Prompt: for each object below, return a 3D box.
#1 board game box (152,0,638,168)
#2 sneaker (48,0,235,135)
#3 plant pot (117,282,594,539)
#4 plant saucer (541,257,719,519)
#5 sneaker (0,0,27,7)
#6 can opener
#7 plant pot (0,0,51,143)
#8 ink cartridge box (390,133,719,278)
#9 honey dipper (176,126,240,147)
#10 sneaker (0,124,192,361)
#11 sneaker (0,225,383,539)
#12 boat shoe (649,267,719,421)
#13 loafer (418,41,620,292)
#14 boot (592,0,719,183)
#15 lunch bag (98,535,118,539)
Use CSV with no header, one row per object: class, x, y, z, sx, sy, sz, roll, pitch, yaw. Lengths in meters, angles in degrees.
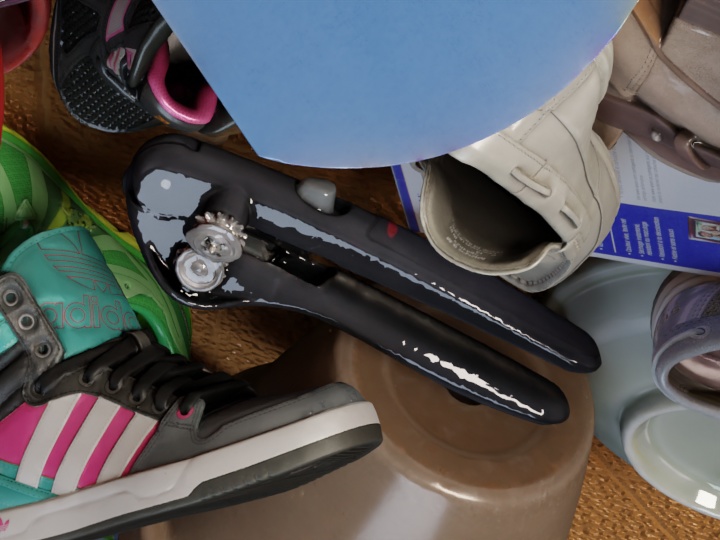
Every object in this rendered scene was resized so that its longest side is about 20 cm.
board game box,-0.002,-0.134,0.862,0.201,0.158,0.039,55,-174,-5
sneaker,-0.065,-0.085,1.047,0.080,0.087,0.200,29,151,-15
plant pot,0.017,0.093,1.225,0.199,0.201,0.175,23,139,-8
plant saucer,0.163,0.061,1.207,0.199,0.050,0.201,16,152,8
sneaker,-0.114,-0.114,0.927,0.081,0.075,0.200,42,-173,-4
can opener,0.000,0.000,1.126,0.199,0.079,0.064,23,128,0
plant pot,-0.223,-0.069,1.070,0.199,0.183,0.201,15,152,8
ink cartridge box,0.108,-0.040,1.072,0.199,0.039,0.100,9,150,16
honey dipper,-0.029,-0.060,1.080,0.038,0.038,0.200,31,167,-21
sneaker,-0.138,0.000,1.234,0.200,0.084,0.074,33,109,-36
sneaker,-0.090,0.039,1.148,0.199,0.122,0.083,-15,173,25
boat shoe,0.207,0.046,1.100,0.200,0.065,0.075,15,117,1
loafer,0.045,-0.031,0.964,0.070,0.070,0.200,30,166,15
boot,0.067,-0.098,0.952,0.199,0.070,0.146,36,160,6
lunch bag,-0.196,0.071,1.382,0.199,0.128,0.170,4,151,49
